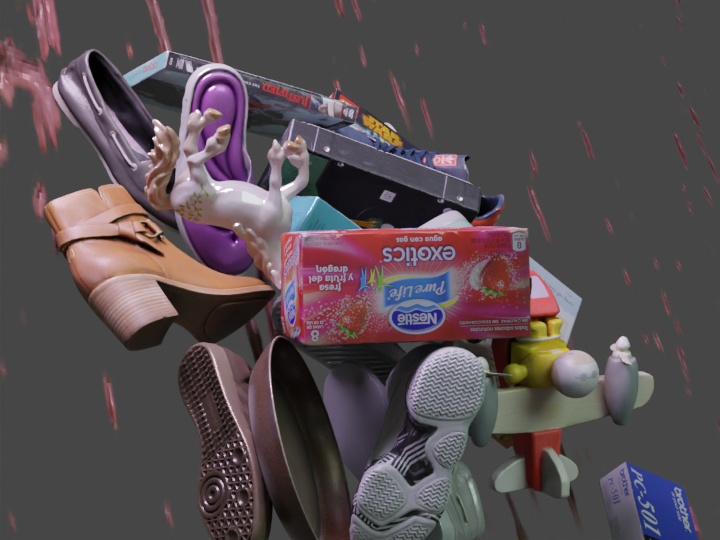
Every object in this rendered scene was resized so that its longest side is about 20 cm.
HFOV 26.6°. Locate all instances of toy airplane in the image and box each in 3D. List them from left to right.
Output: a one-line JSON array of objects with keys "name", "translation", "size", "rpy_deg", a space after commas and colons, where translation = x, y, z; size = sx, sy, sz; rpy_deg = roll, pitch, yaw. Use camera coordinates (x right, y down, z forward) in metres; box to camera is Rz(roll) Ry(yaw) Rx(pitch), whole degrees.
[{"name": "toy airplane", "translation": [0.177, 0.120, 1.452], "size": [0.199, 0.141, 0.200], "rpy_deg": [42, 62, -13]}]

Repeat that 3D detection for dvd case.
[{"name": "dvd case", "translation": [-0.122, -0.166, 1.490], "size": [0.200, 0.146, 0.022], "rpy_deg": [12, 81, -26]}]

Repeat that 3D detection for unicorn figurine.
[{"name": "unicorn figurine", "translation": [-0.099, -0.059, 1.359], "size": [0.200, 0.137, 0.074], "rpy_deg": [21, 17, 7]}]

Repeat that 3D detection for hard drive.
[{"name": "hard drive", "translation": [0.001, -0.065, 1.495], "size": [0.200, 0.140, 0.038], "rpy_deg": [18, 52, -12]}]

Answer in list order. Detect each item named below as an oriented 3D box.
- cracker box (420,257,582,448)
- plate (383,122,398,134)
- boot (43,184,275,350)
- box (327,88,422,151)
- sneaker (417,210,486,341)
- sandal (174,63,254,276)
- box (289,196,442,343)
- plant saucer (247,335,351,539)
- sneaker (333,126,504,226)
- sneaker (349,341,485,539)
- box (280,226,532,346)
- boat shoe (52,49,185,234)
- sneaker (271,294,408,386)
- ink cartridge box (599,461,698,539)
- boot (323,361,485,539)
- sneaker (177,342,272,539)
[{"name": "cracker box", "translation": [0.145, 0.068, 1.596], "size": [0.134, 0.058, 0.200], "rpy_deg": [38, 46, -11]}, {"name": "plate", "translation": [0.022, -0.066, 1.651], "size": [0.200, 0.032, 0.200], "rpy_deg": [-17, 68, -53]}, {"name": "boot", "translation": [-0.175, -0.011, 1.355], "size": [0.200, 0.074, 0.155], "rpy_deg": [-4, 51, -55]}, {"name": "box", "translation": [0.032, -0.091, 1.624], "size": [0.200, 0.040, 0.137], "rpy_deg": [34, 35, -17]}, {"name": "sneaker", "translation": [0.056, 0.029, 1.388], "size": [0.200, 0.074, 0.118], "rpy_deg": [-32, 60, -27]}, {"name": "sandal", "translation": [-0.131, -0.087, 1.402], "size": [0.082, 0.203, 0.050], "rpy_deg": [-11, 17, -19]}, {"name": "box", "translation": [0.000, 0.000, 1.479], "size": [0.200, 0.082, 0.049], "rpy_deg": [36, 76, -28]}, {"name": "plant saucer", "translation": [-0.052, 0.155, 1.275], "size": [0.200, 0.032, 0.200], "rpy_deg": [-18, 90, -80]}, {"name": "sneaker", "translation": [0.061, -0.101, 1.555], "size": [0.200, 0.085, 0.075], "rpy_deg": [32, 38, -20]}, {"name": "sneaker", "translation": [0.047, 0.149, 1.322], "size": [0.075, 0.200, 0.115], "rpy_deg": [22, 10, -6]}, {"name": "box", "translation": [0.037, 0.012, 1.298], "size": [0.200, 0.100, 0.096], "rpy_deg": [-2, 93, -14]}, {"name": "boat shoe", "translation": [-0.212, -0.121, 1.436], "size": [0.200, 0.057, 0.067], "rpy_deg": [49, 34, 5]}, {"name": "sneaker", "translation": [0.011, 0.071, 1.463], "size": [0.200, 0.074, 0.082], "rpy_deg": [41, 37, -8]}, {"name": "ink cartridge box", "translation": [0.310, 0.302, 1.570], "size": [0.094, 0.044, 0.200], "rpy_deg": [25, 39, -31]}, {"name": "boot", "translation": [0.042, 0.172, 1.409], "size": [0.096, 0.074, 0.200], "rpy_deg": [-4, 64, -58]}, {"name": "sneaker", "translation": [-0.094, 0.149, 1.275], "size": [0.076, 0.070, 0.200], "rpy_deg": [20, 44, -44]}]
